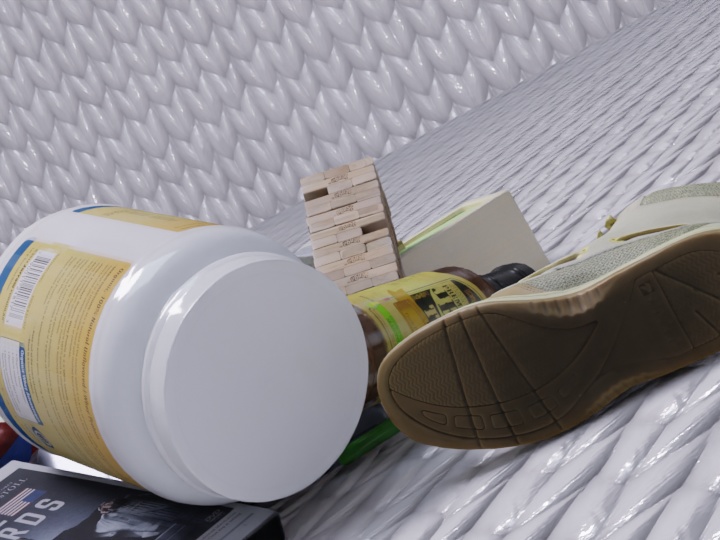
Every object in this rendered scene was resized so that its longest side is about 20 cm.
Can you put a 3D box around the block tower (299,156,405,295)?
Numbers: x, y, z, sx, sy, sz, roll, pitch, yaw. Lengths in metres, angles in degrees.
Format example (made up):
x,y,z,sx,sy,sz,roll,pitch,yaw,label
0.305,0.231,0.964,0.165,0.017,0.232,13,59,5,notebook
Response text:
x,y,z,sx,sy,sz,roll,pitch,yaw,label
0.000,0.000,1.420,0.058,0.054,0.200,-18,34,2,block tower

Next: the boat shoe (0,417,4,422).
x,y,z,sx,sy,sz,roll,pitch,yaw,label
-0.220,0.101,1.530,0.060,0.202,0.072,-45,-40,13,boat shoe

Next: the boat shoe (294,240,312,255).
x,y,z,sx,sy,sz,roll,pitch,yaw,label
-0.057,0.030,1.840,0.065,0.075,0.202,-40,6,-29,boat shoe

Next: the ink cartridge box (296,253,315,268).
x,y,z,sx,sy,sz,roll,pitch,yaw,label
-0.129,0.018,1.566,0.197,0.047,0.200,-8,-3,27,ink cartridge box

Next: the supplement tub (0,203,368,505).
x,y,z,sx,sy,sz,roll,pitch,yaw,label
-0.102,0.044,1.157,0.144,0.145,0.200,-33,24,-27,supplement tub

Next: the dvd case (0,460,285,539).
x,y,z,sx,sy,sz,roll,pitch,yaw,label
-0.160,0.155,1.131,0.199,0.025,0.150,6,29,37,dvd case

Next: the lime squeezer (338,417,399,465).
x,y,z,sx,sy,sz,roll,pitch,yaw,label
0.071,0.058,1.187,0.200,0.038,0.071,-30,-25,7,lime squeezer

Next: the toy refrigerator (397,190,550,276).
x,y,z,sx,sy,sz,roll,pitch,yaw,label
0.024,0.021,1.503,0.200,0.070,0.076,-33,7,-18,toy refrigerator

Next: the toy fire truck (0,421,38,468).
x,y,z,sx,sy,sz,roll,pitch,yaw,label
-0.258,0.149,1.345,0.168,0.112,0.200,-46,-5,7,toy fire truck

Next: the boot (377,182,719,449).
x,y,z,sx,sy,sz,roll,pitch,yaw,label
0.114,0.018,1.080,0.199,0.072,0.155,-23,8,18,boot

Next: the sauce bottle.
x,y,z,sx,sy,sz,roll,pitch,yaw,label
0.038,0.032,1.260,0.065,0.065,0.200,-25,-4,39,sauce bottle

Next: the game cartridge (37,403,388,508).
x,y,z,sx,sy,sz,roll,pitch,yaw,label
-0.092,0.096,1.283,0.200,0.041,0.133,-31,38,-2,game cartridge
